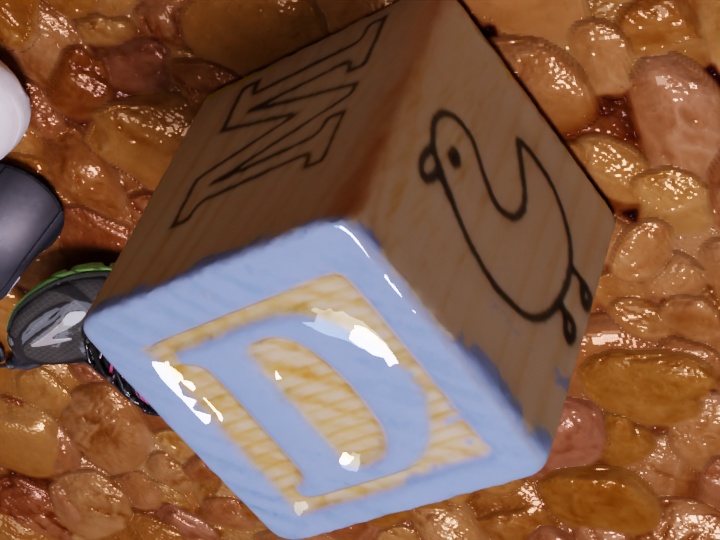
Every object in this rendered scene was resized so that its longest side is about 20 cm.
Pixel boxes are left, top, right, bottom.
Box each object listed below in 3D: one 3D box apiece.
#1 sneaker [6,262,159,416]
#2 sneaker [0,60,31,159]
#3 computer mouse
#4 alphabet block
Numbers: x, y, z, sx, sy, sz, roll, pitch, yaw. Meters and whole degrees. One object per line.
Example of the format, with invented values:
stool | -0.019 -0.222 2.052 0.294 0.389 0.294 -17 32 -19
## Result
sneaker | -0.142 0.048 1.166 0.198 0.084 0.077 3 133 13
sneaker | -0.284 -0.063 1.121 0.199 0.089 0.075 -28 116 39
computer mouse | -0.252 0.015 1.213 0.140 0.046 0.200 44 132 -19
alphabet block | 0.000 0.000 0.988 0.196 0.201 0.196 -19 124 35
